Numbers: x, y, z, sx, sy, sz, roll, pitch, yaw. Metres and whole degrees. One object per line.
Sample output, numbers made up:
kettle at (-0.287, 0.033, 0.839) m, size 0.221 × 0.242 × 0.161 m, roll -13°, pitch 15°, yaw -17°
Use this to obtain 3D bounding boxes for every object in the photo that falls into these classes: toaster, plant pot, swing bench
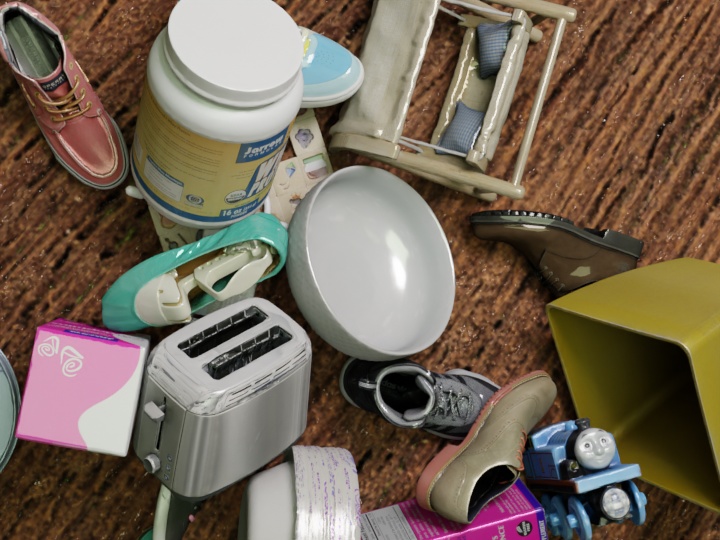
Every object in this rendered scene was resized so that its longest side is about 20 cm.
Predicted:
toaster at (-0.121, 0.115, 1.098) m, size 0.199 × 0.130 × 0.113 m, roll -26°, pitch 51°, yaw -38°
plant pot at (0.341, 0.096, 1.201) m, size 0.175 × 0.199 × 0.202 m, roll -31°, pitch 115°, yaw -24°
swing bench at (0.088, -0.195, 1.196) m, size 0.198 × 0.130 × 0.201 m, roll 17°, pitch 89°, yaw -9°

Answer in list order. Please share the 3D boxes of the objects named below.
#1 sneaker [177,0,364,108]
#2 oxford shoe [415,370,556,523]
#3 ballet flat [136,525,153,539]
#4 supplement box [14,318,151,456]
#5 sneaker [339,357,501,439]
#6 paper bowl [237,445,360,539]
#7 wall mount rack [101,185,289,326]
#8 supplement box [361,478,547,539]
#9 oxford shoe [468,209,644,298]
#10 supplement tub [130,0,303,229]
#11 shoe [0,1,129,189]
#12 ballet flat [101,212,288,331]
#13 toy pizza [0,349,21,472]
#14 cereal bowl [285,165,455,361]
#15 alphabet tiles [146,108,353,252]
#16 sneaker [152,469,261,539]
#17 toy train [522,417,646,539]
sneaker at (-0.094, -0.233, 1.137) m, size 0.198 × 0.131 × 0.080 m, roll 16°, pitch 69°, yaw 10°
oxford shoe at (0.147, 0.184, 1.185) m, size 0.200 × 0.074 × 0.071 m, roll -44°, pitch 133°, yaw -22°
ballet flat at (-0.210, 0.365, 1.181) m, size 0.070 × 0.071 × 0.202 m, roll -1°, pitch 61°, yaw -9°
supplement box at (-0.259, 0.107, 1.107) m, size 0.100 × 0.200 × 0.105 m, roll 12°, pitch 89°, yaw -10°
sneaker at (0.079, 0.138, 1.207) m, size 0.197 × 0.114 × 0.076 m, roll 14°, pitch 89°, yaw -10°
paper bowl at (-0.066, 0.274, 1.141) m, size 0.103 × 0.201 × 0.204 m, roll 4°, pitch 90°, yaw -10°
wall mount rack at (-0.163, -0.005, 1.179) m, size 0.171 × 0.075 × 0.203 m, roll 12°, pitch 88°, yaw -7°
supplement box at (0.090, 0.297, 1.204) m, size 0.197 × 0.103 × 0.103 m, roll -14°, pitch 105°, yaw -7°
oxford shoe at (0.206, -0.016, 1.247) m, size 0.198 × 0.073 × 0.086 m, roll 15°, pitch 90°, yaw -9°
supplement tub at (-0.134, -0.148, 1.085) m, size 0.143 × 0.201 × 0.146 m, roll 9°, pitch 55°, yaw -13°
shoe at (-0.299, -0.171, 1.151) m, size 0.071 × 0.091 × 0.201 m, roll -32°, pitch 96°, yaw -7°
ballet flat at (-0.157, 0.010, 1.101) m, size 0.198 × 0.071 × 0.068 m, roll -28°, pitch 124°, yaw -3°
toy pizza at (-0.440, 0.141, 1.164) m, size 0.197 × 0.032 × 0.203 m, roll 0°, pitch 91°, yaw -8°
cereal bowl at (0.000, 0.000, 1.186) m, size 0.198 × 0.083 × 0.203 m, roll 17°, pitch 62°, yaw -36°
alphabet tiles at (-0.125, -0.084, 1.224) m, size 0.198 × 0.008 × 0.169 m, roll -19°, pitch 94°, yaw -8°
sneaker at (-0.150, 0.212, 1.183) m, size 0.098 × 0.071 × 0.203 m, roll 15°, pitch 77°, yaw -6°
toy train at (0.225, 0.212, 1.194) m, size 0.086 × 0.200 × 0.116 m, roll -15°, pitch 82°, yaw -8°
